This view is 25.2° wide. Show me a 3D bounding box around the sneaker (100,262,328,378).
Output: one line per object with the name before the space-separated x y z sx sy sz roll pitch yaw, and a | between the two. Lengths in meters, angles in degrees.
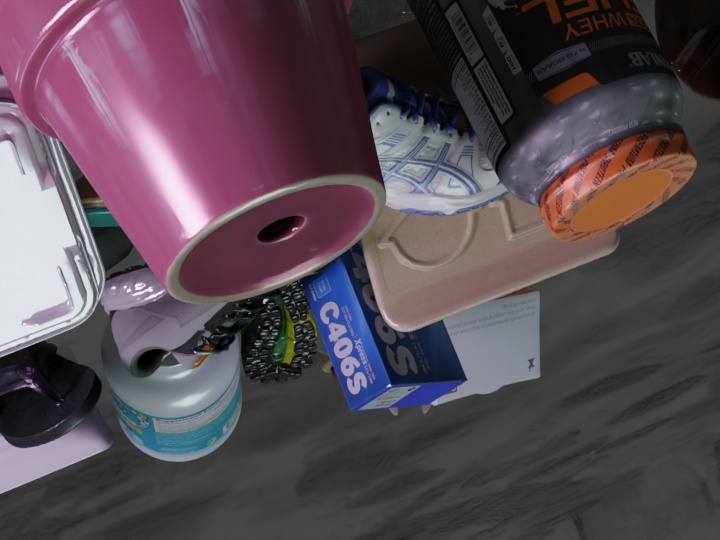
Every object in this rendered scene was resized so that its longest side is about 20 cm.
sneaker | -0.095 0.021 1.110 0.200 0.080 0.074 -21 166 36

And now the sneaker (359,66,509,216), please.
sneaker | 0.025 -0.085 1.013 0.199 0.075 0.088 -9 137 -17

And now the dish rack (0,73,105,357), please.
dish rack | -0.254 -0.007 0.928 0.200 0.044 0.172 -22 119 -12

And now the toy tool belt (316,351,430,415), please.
toy tool belt | 0.059 0.082 1.564 0.200 0.123 0.125 -29 160 13

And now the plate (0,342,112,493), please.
plate | -0.299 0.117 1.208 0.199 0.032 0.200 -21 -156 -12

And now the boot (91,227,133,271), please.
boot | -0.238 0.020 1.133 0.138 0.078 0.200 -24 173 -39

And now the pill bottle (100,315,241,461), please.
pill bottle | -0.153 0.079 1.318 0.111 0.111 0.200 -21 160 -12

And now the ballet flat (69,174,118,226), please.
ballet flat | -0.138 -0.053 1.067 0.068 0.063 0.200 -7 172 21

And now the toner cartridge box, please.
toner cartridge box | 0.000 0.000 1.160 0.043 0.200 0.095 -33 160 32

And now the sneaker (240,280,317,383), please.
sneaker | -0.070 0.000 1.282 0.078 0.085 0.200 -5 140 -20

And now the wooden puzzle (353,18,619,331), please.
wooden puzzle | 0.073 -0.081 1.111 0.185 0.201 0.046 -21 -162 -13

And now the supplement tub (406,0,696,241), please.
supplement tub | 0.116 -0.126 0.978 0.122 0.200 0.123 -23 161 -8

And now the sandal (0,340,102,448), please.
sandal | -0.246 0.074 1.152 0.075 0.048 0.200 -43 -151 -14

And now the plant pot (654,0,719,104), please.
plant pot | 0.324 -0.178 1.143 0.198 0.201 0.200 7 144 -43

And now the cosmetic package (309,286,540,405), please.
cosmetic package | 0.047 0.041 1.344 0.113 0.081 0.200 -13 -162 -33

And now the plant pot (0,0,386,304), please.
plant pot | -0.078 -0.090 0.869 0.199 0.179 0.200 -21 160 -8
